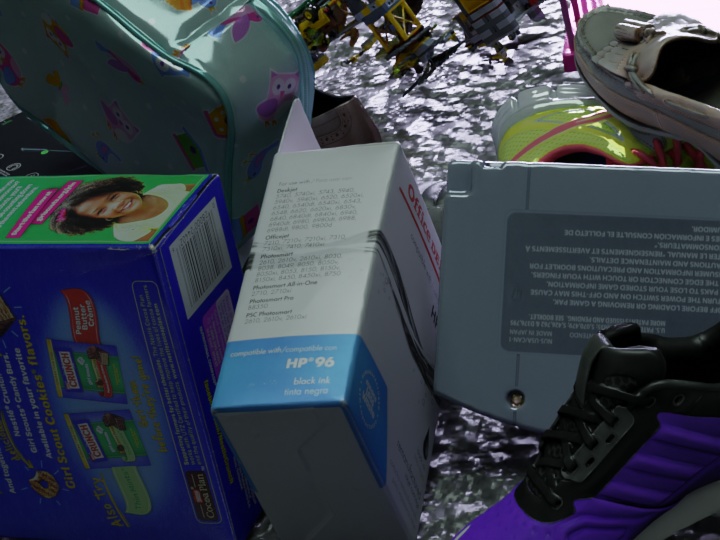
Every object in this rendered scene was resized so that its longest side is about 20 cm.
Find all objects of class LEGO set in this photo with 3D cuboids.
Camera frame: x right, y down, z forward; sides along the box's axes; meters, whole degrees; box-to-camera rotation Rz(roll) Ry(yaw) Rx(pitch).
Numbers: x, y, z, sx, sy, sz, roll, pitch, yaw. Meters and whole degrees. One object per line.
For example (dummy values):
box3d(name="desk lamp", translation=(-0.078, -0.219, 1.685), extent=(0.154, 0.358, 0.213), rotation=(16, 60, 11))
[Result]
box3d(name="LEGO set", translation=(0.036, -0.162, 1.427), extent=(0.154, 0.116, 0.200), rotation=(-30, 11, 38))

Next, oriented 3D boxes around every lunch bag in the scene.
box3d(name="lunch bag", translation=(-0.114, -0.109, 1.129), extent=(0.200, 0.161, 0.077), rotation=(38, 61, 24))

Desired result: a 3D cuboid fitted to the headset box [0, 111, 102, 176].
box3d(name="headset box", translation=(-0.157, -0.033, 1.261), extent=(0.200, 0.093, 0.174), rotation=(-29, 32, -26))

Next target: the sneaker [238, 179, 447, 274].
box3d(name="sneaker", translation=(0.000, 0.000, 1.155), extent=(0.099, 0.071, 0.200), rotation=(1, 28, 34))

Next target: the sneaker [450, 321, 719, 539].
box3d(name="sneaker", translation=(0.108, 0.074, 0.928), extent=(0.200, 0.100, 0.070), rotation=(-30, 30, -3))

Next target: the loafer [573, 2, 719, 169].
box3d(name="loafer", translation=(0.183, -0.101, 1.138), extent=(0.072, 0.063, 0.200), rotation=(-36, 47, -12))

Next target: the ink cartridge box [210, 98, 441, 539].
box3d(name="ink cartridge box", translation=(-0.004, 0.021, 1.022), extent=(0.068, 0.116, 0.201), rotation=(-4, 48, 18))

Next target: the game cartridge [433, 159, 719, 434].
box3d(name="game cartridge", translation=(0.135, 0.017, 1.005), extent=(0.199, 0.134, 0.040), rotation=(4, -6, 14))

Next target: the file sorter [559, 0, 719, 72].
box3d(name="file sorter", translation=(0.202, -0.240, 1.434), extent=(0.138, 0.126, 0.200), rotation=(-7, 30, 14))

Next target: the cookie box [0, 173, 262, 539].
box3d(name="cookie box", translation=(-0.152, 0.043, 1.045), extent=(0.199, 0.172, 0.075), rotation=(0, 29, 24))

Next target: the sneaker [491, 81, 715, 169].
box3d(name="sneaker", translation=(0.171, -0.064, 1.204), extent=(0.199, 0.078, 0.091), rotation=(-11, 37, 17))

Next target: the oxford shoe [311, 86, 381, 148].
box3d(name="oxford shoe", translation=(-0.064, -0.095, 1.349), extent=(0.199, 0.073, 0.071), rotation=(11, 38, 38))
